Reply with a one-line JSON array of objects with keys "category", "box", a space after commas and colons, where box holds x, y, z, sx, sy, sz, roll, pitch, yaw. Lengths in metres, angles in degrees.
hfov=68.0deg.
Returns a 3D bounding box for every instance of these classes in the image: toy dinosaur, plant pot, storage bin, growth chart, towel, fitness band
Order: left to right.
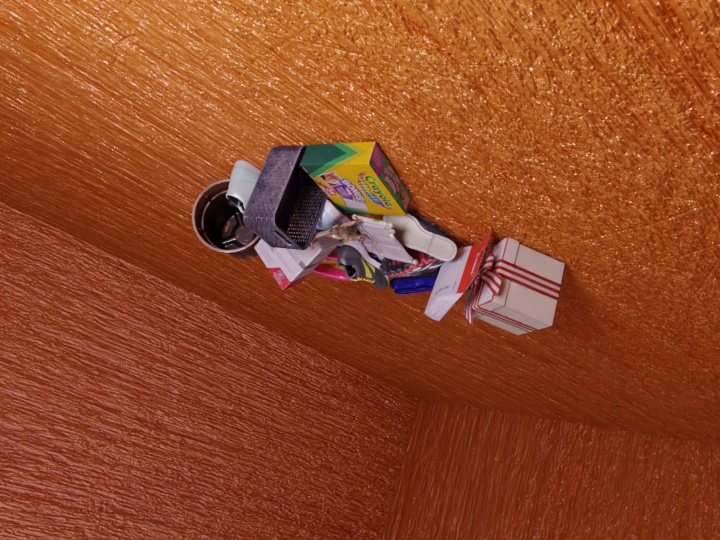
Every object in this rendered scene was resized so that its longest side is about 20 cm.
[{"category": "plant pot", "box": [-0.346, -0.126, 1.500, 0.198, 0.203, 0.198, 18, 169, 3]}, {"category": "storage bin", "box": [-0.156, -0.160, 1.175, 0.093, 0.202, 0.135, 7, 158, 33]}, {"category": "fitness band", "box": [-0.086, -0.020, 1.517, 0.197, 0.038, 0.144, 15, 154, -3]}, {"category": "toy dinosaur", "box": [-0.037, -0.090, 1.245, 0.100, 0.059, 0.199, -6, 180, 42]}, {"category": "growth chart", "box": [0.056, -0.072, 1.285, 0.144, 0.018, 0.200, 20, 162, 36]}, {"category": "towel", "box": [0.198, 0.039, 1.506, 0.198, 0.050, 0.147, -5, 178, 42]}]

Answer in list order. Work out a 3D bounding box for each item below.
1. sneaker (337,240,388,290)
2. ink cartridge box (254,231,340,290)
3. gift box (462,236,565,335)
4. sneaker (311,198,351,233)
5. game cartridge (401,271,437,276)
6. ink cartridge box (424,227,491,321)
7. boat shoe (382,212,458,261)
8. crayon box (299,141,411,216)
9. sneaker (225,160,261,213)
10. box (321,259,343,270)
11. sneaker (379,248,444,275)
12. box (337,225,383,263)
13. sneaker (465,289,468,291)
[{"category": "sneaker", "box": [0.000, 0.000, 1.431, 0.074, 0.085, 0.200, -1, 143, 46]}, {"category": "ink cartridge box", "box": [-0.167, -0.068, 1.391, 0.200, 0.083, 0.145, -42, 80, 38]}, {"category": "gift box", "box": [0.351, 0.050, 1.269, 0.185, 0.202, 0.185, 23, 156, -7]}, {"category": "sneaker", "box": [-0.079, -0.125, 1.312, 0.074, 0.082, 0.200, 50, -174, 11]}, {"category": "game cartridge", "box": [0.106, 0.000, 1.532, 0.132, 0.042, 0.199, 4, 175, -41]}, {"category": "ink cartridge box", "box": [0.224, 0.003, 1.239, 0.047, 0.161, 0.201, 27, 141, 0]}, {"category": "boat shoe", "box": [0.147, -0.089, 1.279, 0.198, 0.075, 0.066, 25, -160, 18]}, {"category": "crayon box", "box": [-0.005, -0.193, 1.155, 0.171, 0.059, 0.200, 7, 159, 33]}, {"category": "sneaker", "box": [-0.246, -0.176, 1.349, 0.199, 0.120, 0.073, 28, 158, -26]}, {"category": "box", "box": [-0.101, -0.057, 1.586, 0.050, 0.076, 0.199, -34, 130, 27]}, {"category": "sneaker", "box": [0.148, -0.025, 1.383, 0.199, 0.072, 0.098, -21, 152, 25]}, {"category": "box", "box": [0.003, -0.075, 1.472, 0.198, 0.061, 0.117, 6, 157, 34]}, {"category": "sneaker", "box": [0.300, 0.021, 1.412, 0.199, 0.078, 0.076, 32, 161, -15]}]
